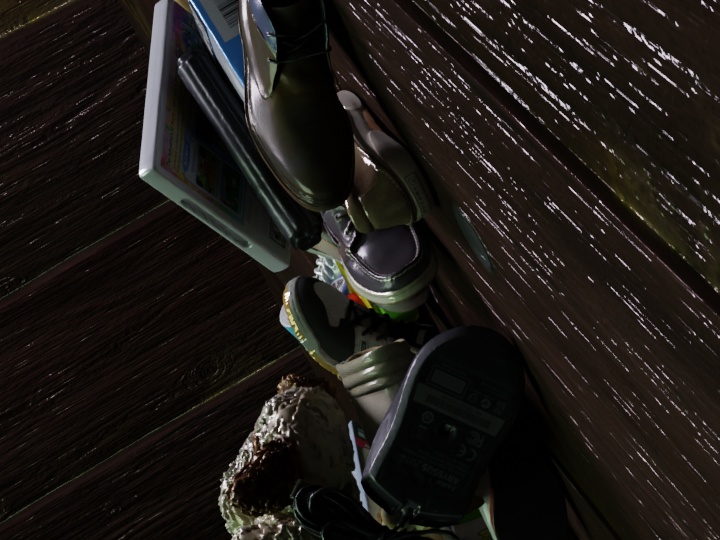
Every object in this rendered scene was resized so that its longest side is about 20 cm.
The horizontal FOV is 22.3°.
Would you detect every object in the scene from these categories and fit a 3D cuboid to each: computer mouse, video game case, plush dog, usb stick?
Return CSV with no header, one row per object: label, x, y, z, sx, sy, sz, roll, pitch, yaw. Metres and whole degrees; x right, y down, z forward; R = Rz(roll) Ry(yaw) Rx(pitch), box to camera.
computer mouse,0.048,0.127,1.360,0.138,0.200,0.053,29,-173,-6
video game case,-0.125,-0.122,1.652,0.182,0.024,0.201,36,-138,-40
plush dog,-0.047,0.176,1.441,0.200,0.160,0.172,-73,-16,-60
usb stick,-0.095,-0.102,1.568,0.200,0.033,0.055,56,-179,15

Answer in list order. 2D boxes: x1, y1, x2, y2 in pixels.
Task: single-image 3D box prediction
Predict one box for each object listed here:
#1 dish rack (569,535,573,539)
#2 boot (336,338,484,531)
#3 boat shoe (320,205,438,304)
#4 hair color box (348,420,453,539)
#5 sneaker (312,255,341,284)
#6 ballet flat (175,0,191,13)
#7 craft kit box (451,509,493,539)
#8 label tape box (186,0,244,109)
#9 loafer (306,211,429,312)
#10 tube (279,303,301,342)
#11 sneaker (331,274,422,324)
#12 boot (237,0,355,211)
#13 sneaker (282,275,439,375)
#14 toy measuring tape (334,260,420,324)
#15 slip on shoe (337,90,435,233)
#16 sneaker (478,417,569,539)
dish rack,0.196,0.313,1.636,0.154,0.054,0.200,59,176,29
boot,0.032,0.137,1.486,0.155,0.072,0.200,65,168,7
boat shoe,0.003,-0.041,1.459,0.065,0.072,0.200,58,-178,-32
hair color box,0.028,0.231,1.626,0.099,0.061,0.200,26,-155,-22
sneaker,-0.013,-0.002,1.777,0.073,0.071,0.200,53,171,49
ballet flat,-0.122,-0.198,1.786,0.201,0.063,0.069,62,-178,-17
craft kit box,0.105,0.223,1.697,0.200,0.048,0.198,-101,-10,-65
label tape box,-0.080,-0.162,1.603,0.144,0.066,0.200,57,172,23
loafer,-0.009,-0.040,1.587,0.200,0.072,0.063,40,145,39
tube,0.005,0.091,1.695,0.200,0.050,0.078,46,-158,-31
sneaker,0.021,0.060,1.761,0.075,0.078,0.200,57,174,51
boot,-0.052,-0.145,1.301,0.097,0.074,0.201,85,169,-65
sneaker,0.023,0.061,1.570,0.200,0.088,0.076,41,-145,-22
toy measuring tape,0.000,0.000,1.663,0.200,0.073,0.074,52,171,28
slip on shoe,-0.005,-0.078,1.382,0.076,0.060,0.200,63,174,-31
sneaker,0.108,0.149,1.512,0.202,0.067,0.108,65,174,-15
